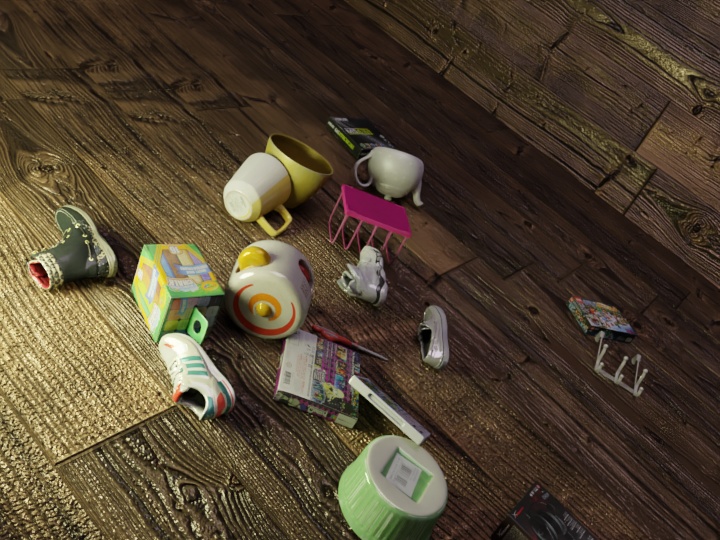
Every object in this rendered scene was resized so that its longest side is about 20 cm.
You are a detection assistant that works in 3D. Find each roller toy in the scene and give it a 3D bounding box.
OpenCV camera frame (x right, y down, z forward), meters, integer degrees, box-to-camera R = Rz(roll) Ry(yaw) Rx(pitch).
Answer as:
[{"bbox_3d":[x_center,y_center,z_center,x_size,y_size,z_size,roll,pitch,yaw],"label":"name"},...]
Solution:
[{"bbox_3d":[-0.191,0.044,1.541,0.179,0.202,0.141,24,36,-10],"label":"roller toy"}]

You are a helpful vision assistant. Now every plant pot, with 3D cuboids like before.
[{"bbox_3d":[-0.190,-0.259,1.997,0.197,0.144,0.201,27,22,-12],"label":"plant pot"}]

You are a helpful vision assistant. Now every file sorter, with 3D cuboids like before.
[{"bbox_3d":[0.020,-0.120,2.006,0.196,0.127,0.140,18,32,-19],"label":"file sorter"}]

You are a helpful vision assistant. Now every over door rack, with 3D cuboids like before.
[{"bbox_3d":[0.761,0.262,2.131,0.146,0.067,0.201,32,32,2],"label":"over door rack"}]

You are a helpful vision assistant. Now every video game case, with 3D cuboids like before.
[{"bbox_3d":[0.063,0.282,1.472,0.181,0.022,0.200,40,-2,13],"label":"video game case"},{"bbox_3d":[-0.086,0.220,1.529,0.177,0.036,0.202,22,33,-13],"label":"video game case"}]

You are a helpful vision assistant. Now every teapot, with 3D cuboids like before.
[{"bbox_3d":[0.100,-0.298,2.312,0.196,0.150,0.197,18,0,22],"label":"teapot"}]

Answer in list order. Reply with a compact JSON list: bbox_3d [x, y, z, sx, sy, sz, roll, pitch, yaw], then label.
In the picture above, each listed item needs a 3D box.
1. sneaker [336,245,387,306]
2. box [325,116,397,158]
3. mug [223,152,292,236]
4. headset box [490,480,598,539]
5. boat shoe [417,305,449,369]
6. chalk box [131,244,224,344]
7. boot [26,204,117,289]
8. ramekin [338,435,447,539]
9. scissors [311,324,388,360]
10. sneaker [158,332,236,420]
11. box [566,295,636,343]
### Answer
[{"bbox_3d":[0.000,0.000,1.868,0.112,0.076,0.203,16,37,-25],"label":"sneaker"},{"bbox_3d":[0.006,-0.466,2.553,0.197,0.048,0.194,-9,51,-46],"label":"box"},{"bbox_3d":[-0.261,-0.194,1.872,0.183,0.152,0.154,27,39,10],"label":"mug"},{"bbox_3d":[0.375,0.538,1.422,0.199,0.078,0.147,42,34,22],"label":"headset box"},{"bbox_3d":[0.174,0.154,1.799,0.064,0.074,0.202,22,31,-19],"label":"boat shoe"},{"bbox_3d":[-0.359,0.059,1.450,0.122,0.126,0.201,-1,42,-40],"label":"chalk box"},{"bbox_3d":[-0.599,-0.049,1.455,0.203,0.074,0.152,44,37,21],"label":"boot"},{"bbox_3d":[0.065,0.404,1.336,0.196,0.099,0.202,21,33,-14],"label":"ramekin"},{"bbox_3d":[-0.024,0.165,1.673,0.197,0.014,0.073,23,3,-33],"label":"scissors"},{"bbox_3d":[-0.320,0.195,1.341,0.199,0.071,0.093,44,28,17],"label":"sneaker"},{"bbox_3d":[0.764,0.155,2.309,0.195,0.038,0.138,12,36,-26],"label":"box"}]
